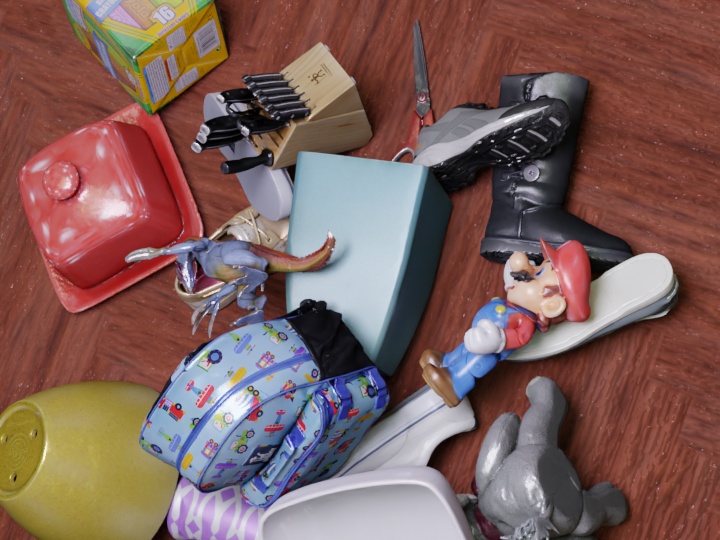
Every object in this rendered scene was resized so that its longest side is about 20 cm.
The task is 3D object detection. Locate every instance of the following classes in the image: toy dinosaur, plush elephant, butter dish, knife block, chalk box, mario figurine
[{"bbox_3d":[-0.131,0.003,1.238,0.198,0.182,0.106,-19,119,-9],"label":"toy dinosaur"},{"bbox_3d":[0.142,0.234,1.173,0.154,0.200,0.166,-31,96,36],"label":"plush elephant"},{"bbox_3d":[-0.307,-0.084,1.358,0.198,0.148,0.201,-27,74,9],"label":"butter dish"},{"bbox_3d":[-0.083,-0.148,1.269,0.175,0.200,0.064,-37,72,-3],"label":"knife block"},{"bbox_3d":[-0.265,-0.306,1.386,0.124,0.125,0.200,-40,71,-15],"label":"chalk box"},{"bbox_3d":[0.136,0.035,1.181,0.199,0.106,0.124,-40,44,6],"label":"mario figurine"}]

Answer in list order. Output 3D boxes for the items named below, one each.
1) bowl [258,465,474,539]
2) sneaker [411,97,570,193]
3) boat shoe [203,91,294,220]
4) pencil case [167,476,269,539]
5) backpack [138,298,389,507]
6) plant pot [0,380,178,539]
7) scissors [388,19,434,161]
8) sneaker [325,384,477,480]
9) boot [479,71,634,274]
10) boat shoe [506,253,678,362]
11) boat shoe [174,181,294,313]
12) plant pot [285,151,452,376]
[{"bbox_3d":[0.022,0.268,1.106,0.197,0.075,0.202,-15,107,22],"label":"bowl"},{"bbox_3d":[0.127,-0.145,1.243,0.199,0.074,0.080,-17,60,43],"label":"sneaker"},{"bbox_3d":[-0.108,-0.135,1.330,0.065,0.074,0.201,-13,52,-27],"label":"boat shoe"},{"bbox_3d":[-0.110,0.272,1.272,0.198,0.084,0.087,13,118,20],"label":"pencil case"},{"bbox_3d":[-0.095,0.132,1.112,0.135,0.199,0.183,49,119,21],"label":"backpack"},{"bbox_3d":[-0.310,0.202,1.272,0.198,0.141,0.203,-16,63,34],"label":"plant pot"},{"bbox_3d":[0.076,-0.179,1.341,0.072,0.014,0.203,8,81,19],"label":"scissors"},{"bbox_3d":[0.033,0.186,1.236,0.199,0.073,0.071,-33,90,-4],"label":"sneaker"},{"bbox_3d":[0.216,-0.105,1.264,0.163,0.066,0.203,7,77,15],"label":"boot"},{"bbox_3d":[0.229,0.050,1.223,0.198,0.062,0.073,-25,52,16],"label":"boat shoe"},{"bbox_3d":[-0.124,-0.028,1.336,0.200,0.069,0.074,-43,72,4],"label":"boat shoe"},{"bbox_3d":[0.000,0.000,1.256,0.139,0.141,0.203,8,80,17],"label":"plant pot"}]
